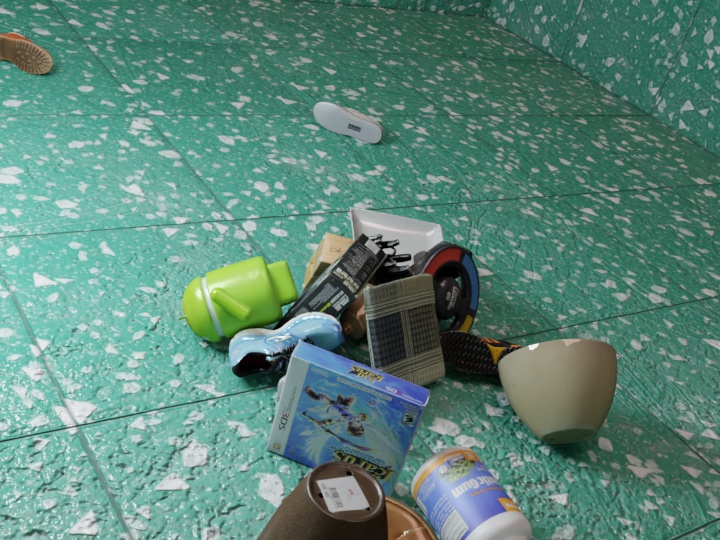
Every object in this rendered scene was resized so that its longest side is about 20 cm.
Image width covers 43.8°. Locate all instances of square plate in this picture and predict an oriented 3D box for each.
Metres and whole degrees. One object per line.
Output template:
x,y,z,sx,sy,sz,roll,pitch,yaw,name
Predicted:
0.076,-0.034,1.770,0.199,0.028,0.198,10,45,-14,square plate

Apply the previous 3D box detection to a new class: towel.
0.072,0.109,1.501,0.034,0.193,0.200,-7,2,37,towel

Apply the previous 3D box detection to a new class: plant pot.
-0.042,0.332,1.063,0.186,0.200,0.187,13,31,-8,plant pot
0.339,0.213,1.498,0.200,0.200,0.135,6,62,-19,plant pot

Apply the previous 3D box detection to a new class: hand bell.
-0.037,0.114,1.566,0.104,0.104,0.200,31,45,23,hand bell

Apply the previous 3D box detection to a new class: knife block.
0.000,0.000,1.646,0.175,0.200,0.064,17,60,-12,knife block

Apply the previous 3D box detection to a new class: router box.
-0.057,0.044,1.517,0.062,0.200,0.150,42,36,-5,router box

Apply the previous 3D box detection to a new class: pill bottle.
0.164,0.348,1.231,0.112,0.112,0.200,-4,35,-32,pill bottle

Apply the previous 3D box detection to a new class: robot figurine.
-0.206,0.048,1.496,0.200,0.116,0.175,-18,-2,-5,robot figurine

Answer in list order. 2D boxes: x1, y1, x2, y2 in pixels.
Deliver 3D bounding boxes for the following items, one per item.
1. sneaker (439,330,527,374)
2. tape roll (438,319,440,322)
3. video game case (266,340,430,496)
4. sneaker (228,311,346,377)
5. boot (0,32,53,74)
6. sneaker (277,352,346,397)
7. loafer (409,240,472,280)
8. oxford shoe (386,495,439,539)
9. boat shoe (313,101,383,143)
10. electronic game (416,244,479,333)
0.220,0.155,1.634,0.200,0.070,0.090,12,-4,-10,sneaker
0.066,0.051,1.738,0.200,0.048,0.201,12,31,-7,tape roll
-0.022,0.216,1.284,0.200,0.182,0.045,20,31,6,video game case
-0.117,0.132,1.429,0.200,0.079,0.090,-17,30,11,sneaker
-0.842,-0.555,2.253,0.200,0.075,0.107,23,26,12,boot
-0.023,0.192,1.426,0.200,0.076,0.114,20,33,11,sneaker
0.126,-0.003,1.700,0.072,0.073,0.200,35,37,30,loafer
0.061,0.370,1.187,0.200,0.071,0.071,36,40,27,oxford shoe
-0.030,-0.407,2.425,0.200,0.072,0.066,19,26,1,boat shoe
0.158,0.051,1.646,0.042,0.201,0.200,9,19,41,electronic game
